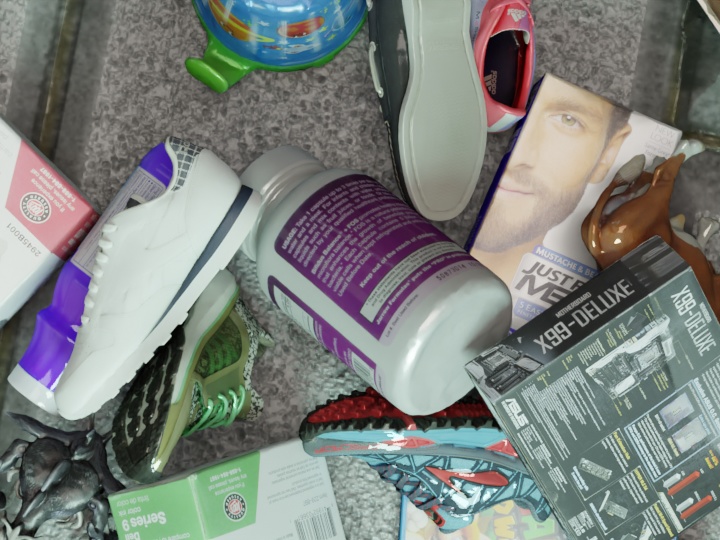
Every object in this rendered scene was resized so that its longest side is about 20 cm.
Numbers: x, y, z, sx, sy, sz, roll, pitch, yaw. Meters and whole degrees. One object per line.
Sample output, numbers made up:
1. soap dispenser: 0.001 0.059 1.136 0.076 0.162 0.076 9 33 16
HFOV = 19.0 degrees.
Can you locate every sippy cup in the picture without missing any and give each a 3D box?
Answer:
1. sippy cup: -0.054 -0.214 1.495 0.139 0.130 0.179 -2 87 -3

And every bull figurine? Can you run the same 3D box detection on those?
1. bull figurine: 0.219 0.002 1.486 0.065 0.200 0.122 15 64 41

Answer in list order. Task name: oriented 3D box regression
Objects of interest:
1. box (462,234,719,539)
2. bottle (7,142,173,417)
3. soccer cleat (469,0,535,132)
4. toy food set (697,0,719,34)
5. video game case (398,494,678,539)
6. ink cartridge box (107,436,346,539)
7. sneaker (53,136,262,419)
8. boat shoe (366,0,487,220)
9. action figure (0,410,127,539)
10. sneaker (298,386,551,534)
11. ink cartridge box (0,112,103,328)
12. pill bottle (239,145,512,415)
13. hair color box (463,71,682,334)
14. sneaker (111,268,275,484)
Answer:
1. box: 0.181 0.097 1.445 0.157 0.050 0.200 -35 126 -2
2. bottle: -0.169 0.009 1.502 0.065 0.084 0.200 36 89 23
3. soccer cleat: 0.100 -0.198 1.522 0.066 0.076 0.201 4 90 -22
4. toy food set: 0.312 -0.261 1.547 0.200 0.060 0.144 -35 89 -3
5. video game case: 0.127 0.195 1.538 0.199 0.018 0.144 4 86 -2
6. ink cartridge box: -0.074 0.227 1.458 0.087 0.145 0.201 -18 87 35
7. sneaker: -0.150 0.008 1.434 0.080 0.076 0.200 36 86 -12
8. boat shoe: 0.039 -0.134 1.492 0.074 0.060 0.201 -7 92 -36
9. action figure: -0.226 0.176 1.486 0.119 0.102 0.200 36 84 4
10. sneaker: 0.054 0.138 1.481 0.199 0.079 0.096 5 102 -13
11. ink cartridge box: -0.299 -0.017 1.499 0.146 0.085 0.200 43 88 0
12. pill bottle: 0.000 0.000 1.467 0.200 0.112 0.112 40 86 30
13. hair color box: 0.138 -0.027 1.528 0.109 0.065 0.201 23 85 -1
14. sneaker: -0.102 0.079 1.468 0.089 0.200 0.077 38 129 -14
